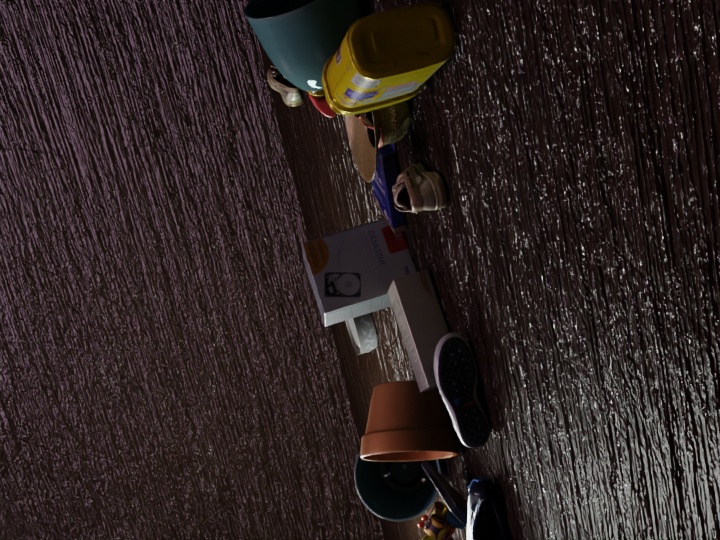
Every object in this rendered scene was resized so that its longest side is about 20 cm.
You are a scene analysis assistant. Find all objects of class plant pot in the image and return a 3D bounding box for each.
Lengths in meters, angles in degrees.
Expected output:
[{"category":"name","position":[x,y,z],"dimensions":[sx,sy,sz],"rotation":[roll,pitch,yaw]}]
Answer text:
[{"category":"plant pot","position":[-0.081,-0.414,1.512],"dimensions":[0.201,0.198,0.162],"rotation":[-119,4,-55]},{"category":"plant pot","position":[0.097,0.471,2.040],"dimensions":[0.188,0.197,0.203],"rotation":[41,-149,-79]},{"category":"plant pot","position":[0.096,0.301,1.736],"dimensions":[0.200,0.197,0.142],"rotation":[102,166,-73]}]

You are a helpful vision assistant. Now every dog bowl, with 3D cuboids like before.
[{"category":"dog bowl","position":[-0.004,0.143,2.483],"dimensions":[0.200,0.058,0.203],"rotation":[164,90,-82]}]

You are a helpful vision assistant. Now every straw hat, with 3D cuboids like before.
[{"category":"straw hat","position":[0.035,-0.249,1.394],"dimensions":[0.201,0.084,0.204],"rotation":[168,90,-78]}]

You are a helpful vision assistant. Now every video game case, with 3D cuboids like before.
[{"category":"video game case","position":[0.194,0.463,1.702],"dimensions":[0.143,0.019,0.200],"rotation":[48,179,-18]}]

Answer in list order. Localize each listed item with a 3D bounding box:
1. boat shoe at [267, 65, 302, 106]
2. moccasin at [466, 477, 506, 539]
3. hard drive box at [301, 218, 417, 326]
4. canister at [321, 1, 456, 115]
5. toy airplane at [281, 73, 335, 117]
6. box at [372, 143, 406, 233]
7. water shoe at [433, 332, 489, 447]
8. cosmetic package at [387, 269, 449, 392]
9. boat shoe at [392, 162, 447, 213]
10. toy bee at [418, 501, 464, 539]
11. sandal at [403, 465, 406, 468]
[{"category":"boat shoe","position":[-0.223,-0.564,2.590],"dimensions":[0.201,0.072,0.063],"rotation":[53,154,40]},{"category":"moccasin","position":[0.218,0.466,1.532],"dimensions":[0.068,0.079,0.203],"rotation":[-95,-9,-71]},{"category":"hard drive box","position":[0.000,0.000,1.701],"dimensions":[0.077,0.197,0.158],"rotation":[94,157,-66]},{"category":"canister","position":[0.034,-0.277,1.147],"dimensions":[0.200,0.146,0.088],"rotation":[172,82,-79]},{"category":"toy airplane","position":[-0.092,-0.422,1.715],"dimensions":[0.200,0.139,0.202],"rotation":[104,149,-74]},{"category":"box","position":[0.044,-0.186,1.638],"dimensions":[0.122,0.032,0.202],"rotation":[-118,15,-55]},{"category":"water shoe","position":[0.160,0.197,1.454],"dimensions":[0.079,0.070,0.203],"rotation":[-135,30,-77]},{"category":"cosmetic package","position":[0.116,0.111,1.578],"dimensions":[0.105,0.070,0.203],"rotation":[110,143,-77]},{"category":"boat shoe","position":[0.080,-0.129,1.386],"dimensions":[0.200,0.064,0.072],"rotation":[-148,42,-77]},{"category":"toy bee","position":[0.176,0.546,1.886],"dimensions":[0.132,0.108,0.200],"rotation":[-64,10,-13]},{"category":"sandal","position":[0.111,0.575,2.489],"dimensions":[0.058,0.079,0.201],"rotation":[61,174,-11]}]
